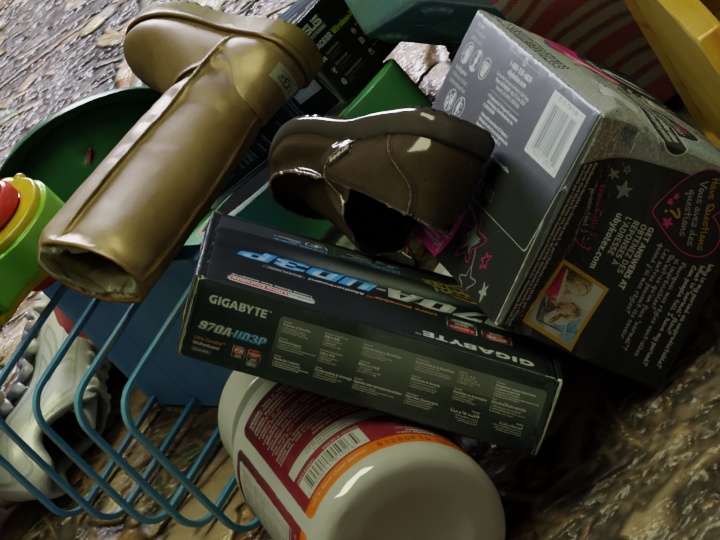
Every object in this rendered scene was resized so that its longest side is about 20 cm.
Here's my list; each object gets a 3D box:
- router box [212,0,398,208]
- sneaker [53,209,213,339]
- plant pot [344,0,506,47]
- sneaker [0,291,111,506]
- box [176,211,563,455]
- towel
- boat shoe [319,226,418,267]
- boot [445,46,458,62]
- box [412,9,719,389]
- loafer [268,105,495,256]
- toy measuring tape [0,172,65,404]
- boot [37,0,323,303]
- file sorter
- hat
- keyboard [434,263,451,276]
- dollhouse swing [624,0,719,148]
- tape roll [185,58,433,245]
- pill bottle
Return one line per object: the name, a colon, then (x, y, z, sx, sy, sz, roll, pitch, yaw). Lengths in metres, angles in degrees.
router box: (-0.034, -0.144, 1.735, 0.150, 0.062, 0.200, -36, 10, 40)
sneaker: (-0.152, -0.017, 1.747, 0.073, 0.087, 0.200, 9, 27, 33)
plant pot: (0.073, -0.248, 1.629, 0.196, 0.195, 0.202, 163, 110, -70)
sneaker: (-0.196, 0.077, 1.728, 0.081, 0.075, 0.201, -3, 50, 35)
box: (0.004, 0.031, 1.379, 0.159, 0.198, 0.046, -87, 13, -76)
towel: (0.164, -0.163, 1.499, 0.146, 0.200, 0.030, -30, 51, 18)
boat shoe: (-0.002, 0.002, 1.601, 0.074, 0.063, 0.202, -47, 12, 10)
boot: (0.105, -0.233, 1.813, 0.174, 0.069, 0.200, -39, 22, 13)
box: (0.116, -0.044, 1.421, 0.133, 0.114, 0.200, -63, 25, 12)
loafer: (-0.001, -0.046, 1.438, 0.200, 0.073, 0.072, -9, 63, 64)
toy measuring tape: (-0.208, 0.001, 1.553, 0.073, 0.074, 0.201, -31, 33, 16)
boot: (-0.135, -0.076, 1.565, 0.174, 0.066, 0.200, 5, 50, 49)
file sorter: (-0.136, 0.077, 1.572, 0.199, 0.139, 0.123, -2, 48, 50)
hat: (-0.165, -0.002, 1.815, 0.200, 0.165, 0.177, -46, 53, 37)
keyboard: (0.109, -0.059, 1.605, 0.056, 0.011, 0.201, -1, 46, 51)
dollhouse swing: (0.233, -0.140, 1.376, 0.182, 0.200, 0.176, -44, 37, -9)
tape roll: (-0.038, -0.055, 1.673, 0.200, 0.048, 0.200, -42, 8, 7)
pill bottle: (-0.006, 0.111, 1.386, 0.109, 0.110, 0.200, -41, 28, -3)
